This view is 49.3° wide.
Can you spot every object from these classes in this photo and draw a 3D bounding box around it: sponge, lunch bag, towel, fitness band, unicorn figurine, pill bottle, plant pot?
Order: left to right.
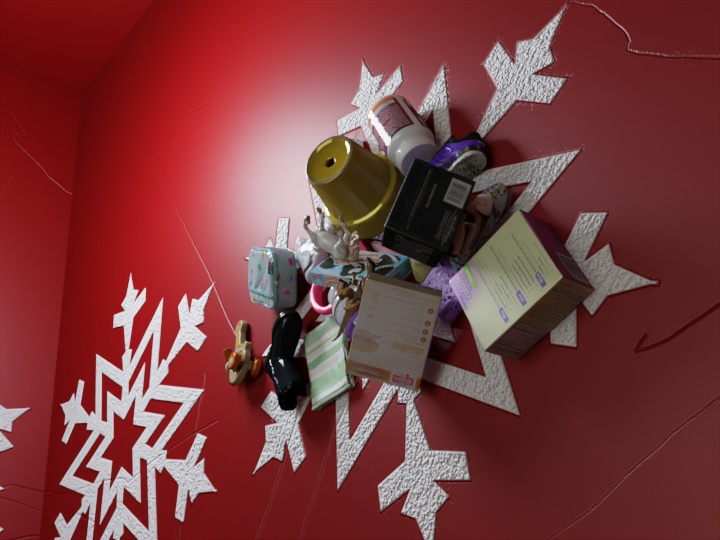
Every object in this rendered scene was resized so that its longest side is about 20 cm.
[{"bbox_3d":[-0.231,0.021,2.042,0.200,0.077,0.161,13,101,62],"label":"lunch bag"},{"bbox_3d":[-0.079,0.213,1.852,0.153,0.023,0.200,-39,48,36],"label":"towel"},{"bbox_3d":[-0.075,-0.076,1.764,0.074,0.137,0.200,-30,47,-19],"label":"unicorn figurine"},{"bbox_3d":[-0.045,0.018,1.868,0.200,0.037,0.144,-51,38,14],"label":"fitness band"},{"bbox_3d":[-0.020,-0.200,1.775,0.201,0.189,0.201,-19,54,28],"label":"plant pot"},{"bbox_3d":[0.006,0.100,1.720,0.112,0.111,0.200,-60,38,15],"label":"pill bottle"},{"bbox_3d":[0.099,-0.300,1.769,0.114,0.114,0.200,-51,41,24],"label":"pill bottle"},{"bbox_3d":[0.200,0.000,1.587,0.200,0.030,0.112,-58,39,17],"label":"sponge"}]

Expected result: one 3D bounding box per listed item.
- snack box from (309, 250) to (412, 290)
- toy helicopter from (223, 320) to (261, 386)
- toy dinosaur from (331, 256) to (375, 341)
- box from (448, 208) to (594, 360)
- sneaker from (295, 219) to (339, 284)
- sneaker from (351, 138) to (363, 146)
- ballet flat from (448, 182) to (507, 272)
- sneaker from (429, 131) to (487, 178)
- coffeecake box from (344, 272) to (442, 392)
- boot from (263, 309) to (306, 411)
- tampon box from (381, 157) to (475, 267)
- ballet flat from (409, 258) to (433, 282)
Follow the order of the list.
[{"bbox_3d":[0.000,0.000,1.736,0.200,0.116,0.037,7,124,38],"label":"snack box"},{"bbox_3d":[-0.330,0.225,2.139,0.132,0.079,0.200,-51,30,38],"label":"toy helicopter"},{"bbox_3d":[-0.015,0.070,1.619,0.060,0.106,0.200,30,95,24],"label":"toy dinosaur"},{"bbox_3d":[0.285,0.027,1.416,0.200,0.097,0.176,-49,43,26],"label":"box"},{"bbox_3d":[-0.100,-0.073,1.953,0.115,0.075,0.200,44,113,48],"label":"sneaker"},{"bbox_3d":[-0.053,-0.247,1.956,0.081,0.088,0.200,-16,63,47],"label":"sneaker"},{"bbox_3d":[0.224,-0.092,1.517,0.072,0.072,0.201,12,74,52],"label":"ballet flat"},{"bbox_3d":[0.188,-0.231,1.676,0.200,0.070,0.100,-26,50,39],"label":"sneaker"},{"bbox_3d":[0.067,0.122,1.568,0.073,0.153,0.200,-53,-24,-78],"label":"coffeecake box"},{"bbox_3d":[-0.169,0.220,1.904,0.168,0.076,0.200,55,131,50],"label":"boot"},{"bbox_3d":[0.128,-0.108,1.535,0.200,0.126,0.150,93,-161,-82],"label":"tampon box"},{"bbox_3d":[0.136,-0.076,1.669,0.071,0.071,0.200,17,89,53],"label":"ballet flat"}]
